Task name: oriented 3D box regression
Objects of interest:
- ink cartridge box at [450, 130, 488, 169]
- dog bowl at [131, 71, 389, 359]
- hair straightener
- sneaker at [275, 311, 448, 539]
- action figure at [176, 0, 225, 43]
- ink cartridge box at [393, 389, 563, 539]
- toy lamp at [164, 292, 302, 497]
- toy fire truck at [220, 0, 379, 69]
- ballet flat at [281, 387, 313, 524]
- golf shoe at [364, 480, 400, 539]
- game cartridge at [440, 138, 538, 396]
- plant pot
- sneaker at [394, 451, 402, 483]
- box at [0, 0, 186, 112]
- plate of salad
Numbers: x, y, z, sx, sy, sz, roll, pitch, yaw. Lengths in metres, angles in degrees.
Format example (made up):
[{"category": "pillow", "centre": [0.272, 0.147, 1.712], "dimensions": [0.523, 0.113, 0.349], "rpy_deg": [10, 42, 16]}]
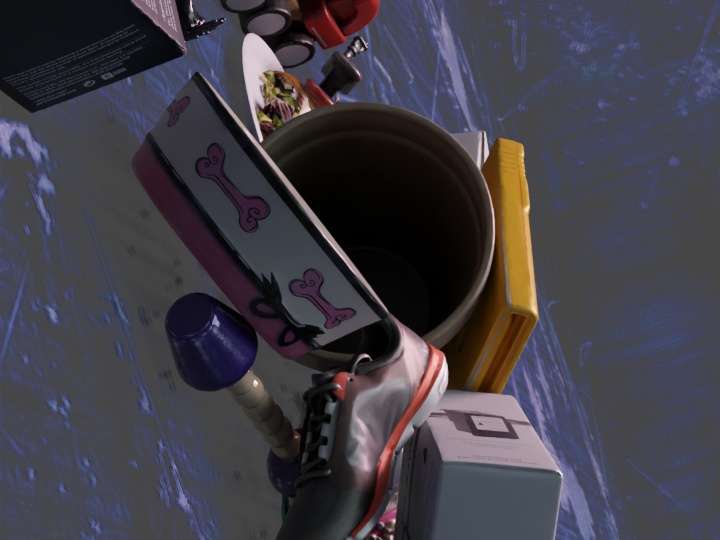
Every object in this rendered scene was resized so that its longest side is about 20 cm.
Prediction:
[{"category": "ink cartridge box", "centre": [0.049, -0.014, 1.645], "dimensions": [0.084, 0.144, 0.201], "rpy_deg": [-84, 166, -46]}, {"category": "dog bowl", "centre": [-0.070, -0.028, 1.254], "dimensions": [0.201, 0.074, 0.200], "rpy_deg": [52, 0, 0]}, {"category": "hair straightener", "centre": [-0.015, -0.176, 1.788], "dimensions": [0.041, 0.077, 0.200], "rpy_deg": [44, -2, 2]}, {"category": "sneaker", "centre": [-0.018, 0.108, 1.268], "dimensions": [0.082, 0.077, 0.201], "rpy_deg": [48, 51, -24]}, {"category": "action figure", "centre": [-0.144, -0.255, 1.330], "dimensions": [0.119, 0.101, 0.202], "rpy_deg": [-39, 113, -65]}, {"category": "ink cartridge box", "centre": [0.073, 0.173, 1.315], "dimensions": [0.200, 0.082, 0.147], "rpy_deg": [-114, -150, -79]}, {"category": "toy lamp", "centre": [-0.073, 0.081, 1.262], "dimensions": [0.200, 0.058, 0.059], "rpy_deg": [60, 16, -50]}, {"category": "toy fire truck", "centre": [-0.022, -0.292, 1.701], "dimensions": [0.176, 0.198, 0.130], "rpy_deg": [47, 27, -63]}, {"category": "ballet flat", "centre": [-0.017, 0.135, 1.410], "dimensions": [0.200, 0.071, 0.072], "rpy_deg": [-83, 152, -64]}, {"category": "golf shoe", "centre": [0.038, 0.199, 1.487], "dimensions": [0.199, 0.091, 0.076], "rpy_deg": [-12, 104, -44]}, {"category": "game cartridge", "centre": [0.089, 0.026, 1.480], "dimensions": [0.201, 0.032, 0.177], "rpy_deg": [-86, -165, -50]}, {"category": "plant pot", "centre": [0.000, 0.000, 1.460], "dimensions": [0.174, 0.198, 0.202], "rpy_deg": [86, -10, -69]}, {"category": "sneaker", "centre": [0.103, 0.205, 1.704], "dimensions": [0.079, 0.128, 0.201], "rpy_deg": [40, 34, -70]}, {"category": "box", "centre": [-0.190, -0.217, 1.043], "dimensions": [0.182, 0.103, 0.202], "rpy_deg": [44, 30, -68]}, {"category": "plate of salad", "centre": [-0.053, -0.110, 1.661], "dimensions": [0.200, 0.048, 0.202], "rpy_deg": [-18, 90, -79]}]
